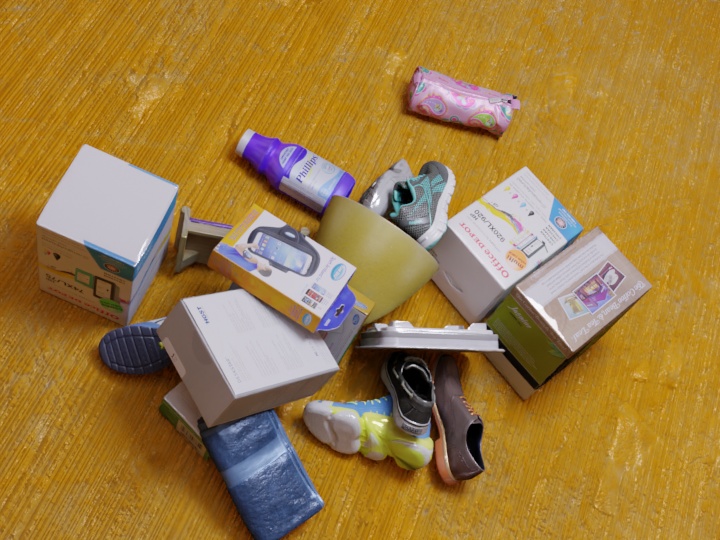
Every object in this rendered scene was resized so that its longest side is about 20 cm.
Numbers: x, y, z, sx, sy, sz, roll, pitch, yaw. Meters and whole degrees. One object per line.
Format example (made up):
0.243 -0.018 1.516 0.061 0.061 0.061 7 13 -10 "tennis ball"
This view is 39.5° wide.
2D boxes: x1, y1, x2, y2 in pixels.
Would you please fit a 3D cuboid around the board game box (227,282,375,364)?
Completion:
-0.097 0.056 1.485 0.199 0.153 0.040 33 33 3 "board game box"

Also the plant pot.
0.000 0.000 1.543 0.199 0.200 0.142 34 83 3 "plant pot"

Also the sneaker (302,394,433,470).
0.016 0.223 1.487 0.199 0.076 0.105 23 38 -1 "sneaker"

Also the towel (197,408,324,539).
-0.137 0.269 1.376 0.111 0.048 0.201 -28 94 -31 "towel"

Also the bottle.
-0.110 -0.165 1.654 0.199 0.065 0.084 31 59 1 "bottle"

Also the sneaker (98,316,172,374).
-0.278 0.101 1.459 0.199 0.082 0.074 -12 97 -6 "sneaker"

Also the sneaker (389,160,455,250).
0.093 -0.121 1.578 0.091 0.078 0.201 36 35 -20 "sneaker"

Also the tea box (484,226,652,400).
0.314 0.069 1.577 0.200 0.197 0.134 -33 75 -30 "tea box"

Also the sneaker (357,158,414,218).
0.062 -0.115 1.644 0.099 0.078 0.200 44 33 -1 "sneaker"

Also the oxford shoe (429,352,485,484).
0.151 0.216 1.507 0.071 0.073 0.201 19 57 -48 "oxford shoe"

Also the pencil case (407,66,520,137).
0.183 -0.305 1.810 0.199 0.088 0.088 15 59 -8 "pencil case"

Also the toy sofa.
-0.184 -0.044 1.545 0.199 0.083 0.098 10 48 -12 "toy sofa"

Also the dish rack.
0.102 0.101 1.509 0.199 0.172 0.044 2 85 -15 "dish rack"

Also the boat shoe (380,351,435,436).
0.078 0.164 1.478 0.070 0.064 0.200 16 22 -14 "boat shoe"

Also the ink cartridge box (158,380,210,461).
-0.182 0.168 1.451 0.104 0.059 0.200 44 60 7 "ink cartridge box"

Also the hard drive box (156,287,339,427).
-0.150 0.107 1.361 0.199 0.077 0.156 -8 60 -49 "hard drive box"

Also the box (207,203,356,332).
-0.098 0.000 1.396 0.199 0.042 0.119 30 45 4 "box"

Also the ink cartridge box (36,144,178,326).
-0.362 -0.045 1.433 0.146 0.200 0.147 23 59 -3 "ink cartridge box"

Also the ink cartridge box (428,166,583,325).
0.227 -0.038 1.639 0.200 0.145 0.147 -34 77 -29 "ink cartridge box"
